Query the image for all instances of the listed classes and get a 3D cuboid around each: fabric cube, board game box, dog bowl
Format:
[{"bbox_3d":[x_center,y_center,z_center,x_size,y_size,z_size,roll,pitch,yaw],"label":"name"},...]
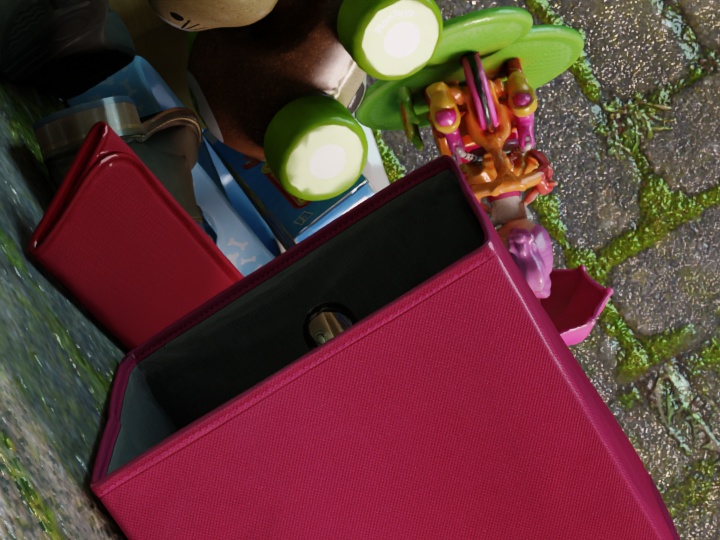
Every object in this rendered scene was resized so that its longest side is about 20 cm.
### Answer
[{"bbox_3d":[0.018,0.095,0.944,0.200,0.196,0.200,56,6,-13],"label":"fabric cube"},{"bbox_3d":[0.000,0.000,1.300,0.200,0.056,0.196,55,-4,-29],"label":"board game box"},{"bbox_3d":[-0.114,-0.057,1.322,0.200,0.049,0.112,52,9,-43],"label":"dog bowl"}]

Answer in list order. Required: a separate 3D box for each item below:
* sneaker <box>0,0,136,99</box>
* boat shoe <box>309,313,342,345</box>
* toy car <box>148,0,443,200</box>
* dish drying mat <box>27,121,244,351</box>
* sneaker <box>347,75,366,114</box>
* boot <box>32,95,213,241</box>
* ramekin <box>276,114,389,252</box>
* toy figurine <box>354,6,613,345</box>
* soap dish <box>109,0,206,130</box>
[{"bbox_3d":[-0.188,-0.164,1.160,0.115,0.076,0.199,57,3,4],"label":"sneaker"},{"bbox_3d":[0.017,0.097,1.194,0.201,0.063,0.073,43,5,26],"label":"boat shoe"},{"bbox_3d":[-0.085,-0.155,1.138,0.199,0.158,0.164,20,21,-35],"label":"toy car"},{"bbox_3d":[-0.097,0.010,1.059,0.018,0.077,0.200,14,-23,32],"label":"dish drying mat"},{"bbox_3d":[-0.045,-0.156,1.320,0.093,0.071,0.200,10,24,-50],"label":"sneaker"},{"bbox_3d":[-0.122,-0.037,1.145,0.200,0.074,0.097,-3,76,-78],"label":"boot"},{"bbox_3d":[-0.034,-0.071,1.594,0.202,0.094,0.203,161,-90,-87],"label":"ramekin"},{"bbox_3d":[0.091,-0.041,1.252,0.200,0.149,0.185,73,0,-78],"label":"toy figurine"},{"bbox_3d":[-0.135,-0.148,1.456,0.158,0.081,0.200,54,6,-34],"label":"soap dish"}]
